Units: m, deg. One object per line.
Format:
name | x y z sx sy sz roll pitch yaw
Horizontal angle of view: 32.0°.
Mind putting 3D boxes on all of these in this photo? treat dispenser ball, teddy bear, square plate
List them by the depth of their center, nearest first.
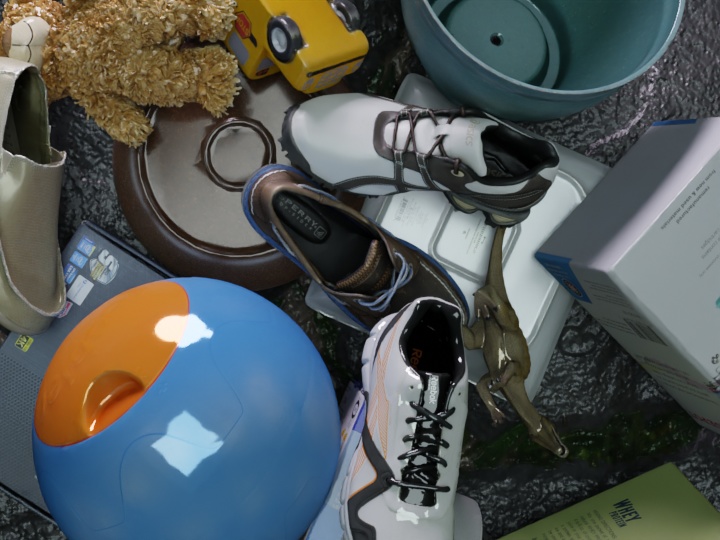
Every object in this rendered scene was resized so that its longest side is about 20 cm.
treat dispenser ball | -0.112 0.106 0.817 0.199 0.201 0.203 0 90 -5
teddy bear | -0.177 -0.160 0.892 0.198 0.067 0.146 18 118 10
square plate | 0.085 -0.023 0.969 0.197 0.028 0.201 25 88 -5

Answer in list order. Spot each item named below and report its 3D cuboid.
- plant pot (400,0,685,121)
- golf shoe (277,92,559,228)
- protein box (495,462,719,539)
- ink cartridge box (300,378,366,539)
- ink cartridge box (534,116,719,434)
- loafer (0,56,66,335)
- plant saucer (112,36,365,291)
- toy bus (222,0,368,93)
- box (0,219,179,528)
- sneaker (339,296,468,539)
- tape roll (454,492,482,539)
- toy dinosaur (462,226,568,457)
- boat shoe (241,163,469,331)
plant pot | 0.113 -0.190 0.904 0.198 0.134 0.202 4 71 -12
golf shoe | 0.045 -0.091 0.872 0.198 0.094 0.078 10 72 -15
protein box | 0.187 0.271 0.877 0.199 0.199 0.136 -23 112 -4
ink cartridge box | 0.003 0.158 0.908 0.076 0.136 0.201 22 89 -5
ink cartridge box | 0.262 0.011 0.910 0.200 0.147 0.146 44 85 -13
loafer | -0.238 -0.055 0.866 0.068 0.076 0.202 -12 93 23
plant saucer | -0.091 -0.086 0.943 0.198 0.034 0.202 0 87 1
toy bus | -0.079 -0.210 0.901 0.065 0.078 0.201 -25 75 -36
box | -0.192 0.088 0.935 0.157 0.051 0.201 34 87 -5
sneaker | 0.031 0.108 0.793 0.073 0.080 0.202 8 64 -15
tape roll | 0.030 0.249 0.878 0.037 0.203 0.204 22 88 -4
toy dinosaur | 0.098 0.042 0.917 0.058 0.101 0.202 -17 76 31
boat shoe | 0.000 0.000 0.900 0.199 0.072 0.073 32 93 -15
